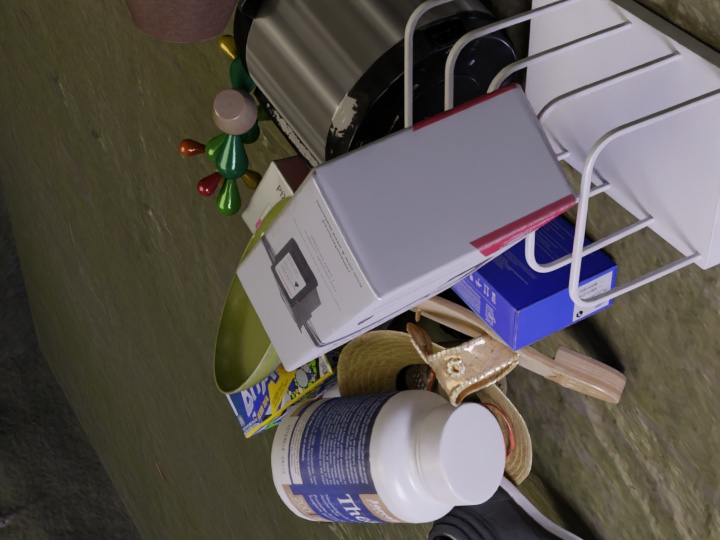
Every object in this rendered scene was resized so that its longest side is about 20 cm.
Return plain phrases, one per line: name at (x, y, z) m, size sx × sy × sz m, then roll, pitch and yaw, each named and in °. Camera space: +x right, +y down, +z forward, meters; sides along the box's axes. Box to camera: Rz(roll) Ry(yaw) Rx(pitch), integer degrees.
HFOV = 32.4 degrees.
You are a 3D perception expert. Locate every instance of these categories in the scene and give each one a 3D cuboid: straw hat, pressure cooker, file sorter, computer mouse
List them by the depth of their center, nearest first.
file sorter at (0.131, -0.091, 0.804) m, size 0.200 × 0.124 × 0.140 m, roll 46°, pitch 149°, yaw 42°
pressure cooker at (0.002, -0.177, 0.953) m, size 0.200 × 0.178 × 0.176 m, roll 52°, pitch 163°, yaw 25°
computer mouse at (0.074, 0.034, 1.068) m, size 0.058 × 0.034 × 0.200 m, roll 17°, pitch 165°, yaw 15°
straw hat at (0.084, 0.108, 1.130) m, size 0.200 × 0.085 × 0.202 m, roll 23°, pitch 138°, yaw 23°

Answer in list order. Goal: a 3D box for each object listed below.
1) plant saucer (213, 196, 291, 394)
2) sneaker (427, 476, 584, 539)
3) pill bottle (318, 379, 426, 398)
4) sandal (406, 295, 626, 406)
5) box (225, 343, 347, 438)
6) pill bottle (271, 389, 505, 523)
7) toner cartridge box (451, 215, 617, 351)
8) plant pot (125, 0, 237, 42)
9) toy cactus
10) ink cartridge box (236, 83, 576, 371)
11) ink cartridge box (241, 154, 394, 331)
plant saucer at (-0.088, 0.028, 1.202) m, size 0.200 × 0.031 × 0.201 m, roll -52°, pitch 27°, yaw 39°
sneaker at (0.141, 0.262, 1.063) m, size 0.200 × 0.099 × 0.071 m, roll 38°, pitch 143°, yaw 13°
pill bottle at (0.002, 0.155, 1.323) m, size 0.113 × 0.111 × 0.200 m, roll 65°, pitch 158°, yaw 8°
sandal at (0.095, 0.076, 0.960) m, size 0.210 × 0.070 × 0.078 m, roll 21°, pitch 170°, yaw 15°
box at (-0.066, 0.098, 1.248) m, size 0.200 × 0.064 × 0.071 m, roll -41°, pitch 74°, yaw 50°
pill bottle at (0.024, 0.161, 1.071) m, size 0.199 × 0.111 × 0.112 m, roll -11°, pitch 100°, yaw 45°
toner cartridge box at (0.100, -0.027, 0.968) m, size 0.200 × 0.094 × 0.043 m, roll 48°, pitch 150°, yaw 42°
plant pot at (-0.167, -0.325, 1.165) m, size 0.187 × 0.186 × 0.201 m, roll 47°, pitch 143°, yaw 41°
toy cactus at (-0.131, -0.162, 1.267) m, size 0.165 × 0.101 × 0.202 m, roll 71°, pitch -141°, yaw -88°
ink cartridge box at (0.019, -0.020, 0.768) m, size 0.084 × 0.144 × 0.200 m, roll 62°, pitch 157°, yaw 6°
ink cartridge box at (-0.025, -0.036, 1.231) m, size 0.201 × 0.043 × 0.174 m, roll 56°, pitch 139°, yaw 19°
